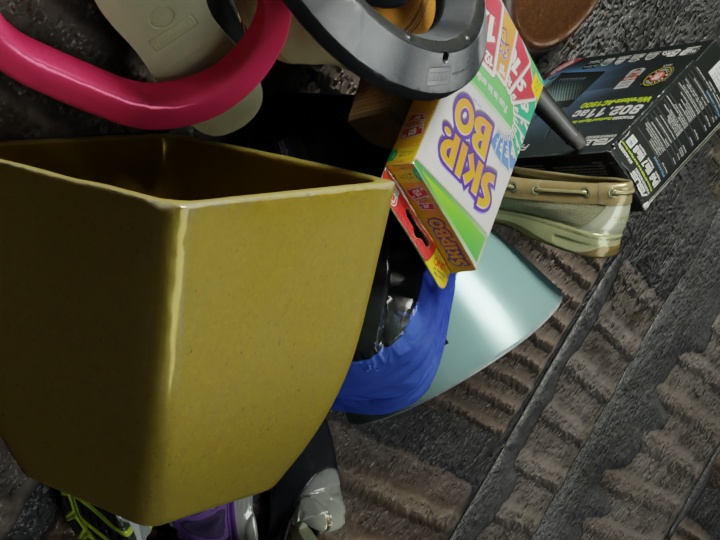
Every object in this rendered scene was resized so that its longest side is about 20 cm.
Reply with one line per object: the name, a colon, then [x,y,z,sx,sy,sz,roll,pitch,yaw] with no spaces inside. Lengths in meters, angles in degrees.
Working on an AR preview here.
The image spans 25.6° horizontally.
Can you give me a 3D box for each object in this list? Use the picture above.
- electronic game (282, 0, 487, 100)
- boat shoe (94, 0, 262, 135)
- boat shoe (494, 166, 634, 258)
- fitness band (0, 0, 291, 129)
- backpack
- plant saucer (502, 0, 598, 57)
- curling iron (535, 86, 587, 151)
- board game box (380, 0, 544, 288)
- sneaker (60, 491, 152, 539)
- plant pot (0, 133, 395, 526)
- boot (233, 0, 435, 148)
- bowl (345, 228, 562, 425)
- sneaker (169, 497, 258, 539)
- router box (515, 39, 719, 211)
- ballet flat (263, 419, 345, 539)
electronic game: [0.004,-0.191,0.939,0.042,0.201,0.199,-32,167,37]
boat shoe: [-0.119,-0.170,0.950,0.073,0.063,0.202,-26,136,1]
boat shoe: [0.113,-0.070,1.236,0.073,0.199,0.064,-22,130,-61]
fitness band: [-0.132,-0.155,0.892,0.199,0.038,0.144,22,119,-38]
backpack: [0.000,0.000,1.097,0.168,0.161,0.201,59,38,-55]
plant saucer: [0.161,-0.261,1.303,0.200,0.034,0.201,-36,141,-36]
curling iron: [0.102,-0.160,1.200,0.025,0.050,0.200,-36,113,21]
board game box: [0.069,-0.091,1.037,0.096,0.030,0.201,56,44,-35]
sneaker: [-0.179,0.119,1.105,0.201,0.075,0.077,88,27,-49]
plant pot: [-0.117,0.034,0.945,0.194,0.194,0.202,-10,109,-52]
boot: [-0.006,-0.189,1.017,0.201,0.070,0.145,47,49,-41]
bowl: [0.050,0.025,1.259,0.200,0.200,0.106,-36,99,-34]
sneaker: [-0.129,0.180,1.232,0.083,0.081,0.201,-10,122,-28]
router box: [0.199,-0.116,1.323,0.150,0.199,0.062,-46,113,-24]
ballet flat: [-0.048,0.221,1.366,0.073,0.073,0.201,-8,122,-52]
